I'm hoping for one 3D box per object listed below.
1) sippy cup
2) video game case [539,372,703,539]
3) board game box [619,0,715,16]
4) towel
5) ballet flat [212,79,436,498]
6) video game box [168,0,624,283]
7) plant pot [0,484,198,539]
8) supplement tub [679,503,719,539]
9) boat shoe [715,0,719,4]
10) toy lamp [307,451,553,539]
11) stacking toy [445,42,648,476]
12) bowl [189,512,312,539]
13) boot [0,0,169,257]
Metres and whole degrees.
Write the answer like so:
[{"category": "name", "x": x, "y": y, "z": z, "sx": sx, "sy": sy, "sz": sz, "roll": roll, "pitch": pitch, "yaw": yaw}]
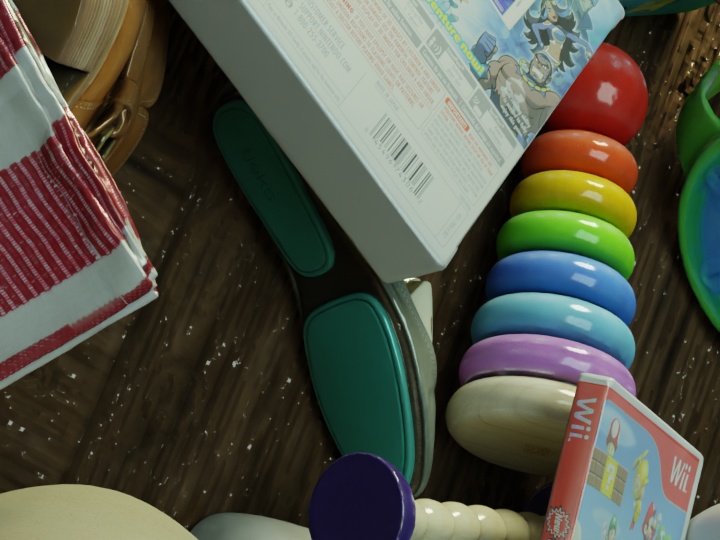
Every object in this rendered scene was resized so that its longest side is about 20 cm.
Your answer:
[{"category": "sippy cup", "x": 0.242, "y": -0.029, "z": 1.424, "sx": 0.130, "sy": 0.139, "sz": 0.179, "roll": -30, "pitch": 106, "yaw": -41}, {"category": "video game case", "x": 0.099, "y": 0.158, "z": 1.280, "sx": 0.143, "sy": 0.017, "sz": 0.201, "roll": 37, "pitch": 65, "yaw": -62}, {"category": "board game box", "x": 0.074, "y": -0.193, "z": 1.394, "sx": 0.199, "sy": 0.047, "sz": 0.152, "roll": -6, "pitch": 86, "yaw": -31}, {"category": "towel", "x": -0.180, "y": -0.045, "z": 1.119, "sx": 0.144, "sy": 0.023, "sz": 0.201, "roll": -30, "pitch": 83, "yaw": 7}, {"category": "ballet flat", "x": 0.000, "y": 0.000, "z": 1.308, "sx": 0.064, "sy": 0.067, "sz": 0.201, "roll": -27, "pitch": 97, "yaw": -41}, {"category": "video game box", "x": 0.008, "y": -0.129, "z": 1.266, "sx": 0.200, "sy": 0.047, "sz": 0.182, "roll": 53, "pitch": 52, "yaw": -20}, {"category": "plant pot", "x": -0.116, "y": 0.161, "z": 1.158, "sx": 0.200, "sy": 0.200, "sz": 0.135, "roll": 41, "pitch": 29, "yaw": -18}, {"category": "supplement tub", "x": 0.231, "y": 0.197, "z": 1.363, "sx": 0.199, "sy": 0.145, "sz": 0.146, "roll": 21, "pitch": 72, "yaw": -26}, {"category": "boat shoe", "x": 0.198, "y": -0.134, "z": 1.377, "sx": 0.199, "sy": 0.076, "sz": 0.074, "roll": 30, "pitch": 47, "yaw": -11}, {"category": "toy lamp", "x": 0.058, "y": 0.112, "z": 1.299, "sx": 0.200, "sy": 0.058, "sz": 0.059, "roll": 16, "pitch": 73, "yaw": -51}, {"category": "stacking toy", "x": 0.097, "y": -0.012, "z": 1.362, "sx": 0.085, "sy": 0.085, "sz": 0.201, "roll": 23, "pitch": 66, "yaw": -25}, {"category": "bowl", "x": -0.001, "y": 0.215, "z": 1.266, "sx": 0.199, "sy": 0.075, "sz": 0.201, "roll": 25, "pitch": 70, "yaw": -26}, {"category": "boot", "x": -0.140, "y": -0.040, "z": 1.203, "sx": 0.074, "sy": 0.155, "sz": 0.200, "roll": 33, "pitch": 93, "yaw": 10}]
